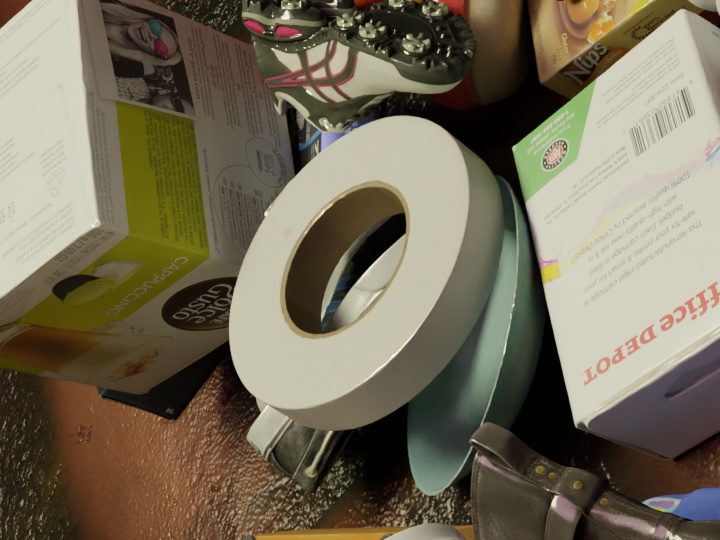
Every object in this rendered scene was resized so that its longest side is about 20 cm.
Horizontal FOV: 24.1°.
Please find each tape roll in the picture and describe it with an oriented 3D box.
[{"bbox_3d":[0.000,0.000,1.032,0.202,0.037,0.204,-30,43,32],"label":"tape roll"}]

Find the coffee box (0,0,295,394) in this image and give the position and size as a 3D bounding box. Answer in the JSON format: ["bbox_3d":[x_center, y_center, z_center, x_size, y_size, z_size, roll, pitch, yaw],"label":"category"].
[{"bbox_3d":[-0.178,-0.052,1.201,0.199,0.197,0.201,-31,57,35],"label":"coffee box"}]

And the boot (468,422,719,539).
[{"bbox_3d":[0.136,0.164,0.800,0.173,0.201,0.069,13,41,35],"label":"boot"}]

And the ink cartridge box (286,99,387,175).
[{"bbox_3d":[-0.021,-0.092,1.194,0.200,0.039,0.100,160,112,-76],"label":"ink cartridge box"}]

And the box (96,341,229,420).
[{"bbox_3d":[-0.143,-0.003,1.361,0.200,0.079,0.141,-52,41,21],"label":"box"}]

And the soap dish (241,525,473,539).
[{"bbox_3d":[-0.008,0.235,1.054,0.200,0.081,0.158,-13,63,50],"label":"soap dish"}]

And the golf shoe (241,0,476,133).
[{"bbox_3d":[0.004,-0.129,1.070,0.200,0.077,0.089,23,127,50],"label":"golf shoe"}]

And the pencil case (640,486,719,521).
[{"bbox_3d":[0.217,0.132,0.818,0.200,0.078,0.087,-24,20,45],"label":"pencil case"}]

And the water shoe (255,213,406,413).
[{"bbox_3d":[0.008,0.035,1.167,0.079,0.071,0.201,38,103,25],"label":"water shoe"}]

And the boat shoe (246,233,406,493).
[{"bbox_3d":[0.008,0.055,1.098,0.064,0.071,0.200,40,105,13],"label":"boat shoe"}]

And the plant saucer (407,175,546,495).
[{"bbox_3d":[0.077,0.043,1.042,0.201,0.038,0.202,-167,90,-79],"label":"plant saucer"}]

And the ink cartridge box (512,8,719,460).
[{"bbox_3d":[0.177,-0.018,0.941,0.145,0.087,0.201,-39,43,35],"label":"ink cartridge box"}]

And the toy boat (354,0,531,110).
[{"bbox_3d":[0.041,-0.197,1.147,0.130,0.131,0.201,-14,51,4],"label":"toy boat"}]

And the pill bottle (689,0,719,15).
[{"bbox_3d":[0.205,-0.221,0.957,0.113,0.113,0.200,-47,58,27],"label":"pill bottle"}]

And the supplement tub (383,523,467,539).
[{"bbox_3d":[0.067,0.242,0.865,0.200,0.140,0.141,45,109,34],"label":"supplement tub"}]

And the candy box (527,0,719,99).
[{"bbox_3d":[0.161,-0.219,1.092,0.115,0.055,0.201,-34,47,39],"label":"candy box"}]
